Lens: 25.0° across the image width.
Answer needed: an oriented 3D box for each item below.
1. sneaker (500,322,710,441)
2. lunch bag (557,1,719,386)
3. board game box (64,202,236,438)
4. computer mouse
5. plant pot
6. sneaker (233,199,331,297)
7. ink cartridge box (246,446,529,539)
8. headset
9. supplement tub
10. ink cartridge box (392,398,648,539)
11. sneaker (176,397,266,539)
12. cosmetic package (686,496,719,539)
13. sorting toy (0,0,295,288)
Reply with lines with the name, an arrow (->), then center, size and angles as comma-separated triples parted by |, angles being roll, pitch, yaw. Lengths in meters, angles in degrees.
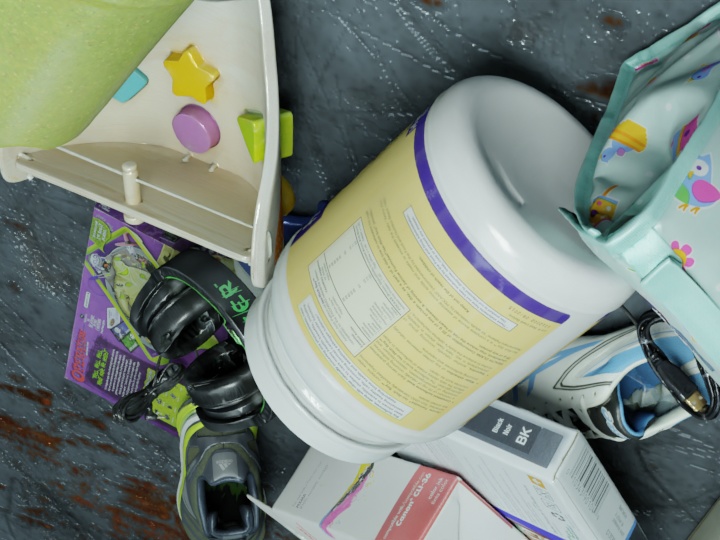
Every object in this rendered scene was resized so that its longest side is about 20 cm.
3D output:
sneaker -> 0.148, 0.079, 1.017 | 0.072, 0.073, 0.200 | 45, 138, -17
lunch bag -> 0.192, -0.017, 0.796 | 0.170, 0.200, 0.122 | 46, 132, -16
board game box -> -0.152, 0.039, 1.193 | 0.120, 0.032, 0.200 | 24, 137, 3
computer mouse -> 0.132, 0.014, 0.941 | 0.200, 0.034, 0.059 | 44, 134, 20
plant pot -> -0.166, -0.168, 0.858 | 0.200, 0.201, 0.184 | 36, 132, -4
sneaker -> 0.000, 0.000, 1.028 | 0.199, 0.075, 0.088 | 2, 130, 29
ink cartridge box -> 0.022, 0.179, 1.127 | 0.116, 0.068, 0.200 | 44, 159, -32
headset -> -0.112, 0.059, 1.087 | 0.124, 0.094, 0.200 | 55, 157, -1
supplement tub -> 0.042, 0.005, 0.892 | 0.145, 0.146, 0.200 | 41, 126, -10
ink cartridge box -> 0.084, 0.132, 1.068 | 0.200, 0.043, 0.198 | 19, 159, 36
sneaker -> -0.106, 0.181, 1.240 | 0.074, 0.081, 0.200 | -8, 138, -4
cosmetic package -> 0.261, 0.215, 1.076 | 0.103, 0.073, 0.200 | 27, 138, 4
sorting toy -> -0.111, -0.116, 0.976 | 0.199, 0.107, 0.181 | 22, 127, 22
